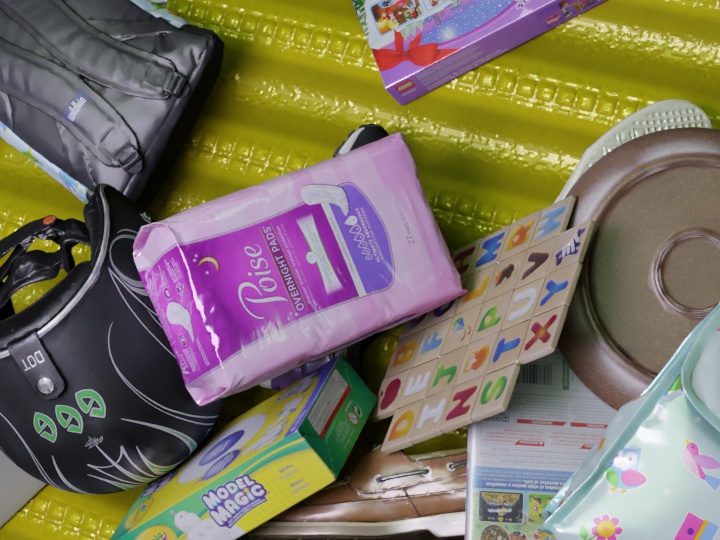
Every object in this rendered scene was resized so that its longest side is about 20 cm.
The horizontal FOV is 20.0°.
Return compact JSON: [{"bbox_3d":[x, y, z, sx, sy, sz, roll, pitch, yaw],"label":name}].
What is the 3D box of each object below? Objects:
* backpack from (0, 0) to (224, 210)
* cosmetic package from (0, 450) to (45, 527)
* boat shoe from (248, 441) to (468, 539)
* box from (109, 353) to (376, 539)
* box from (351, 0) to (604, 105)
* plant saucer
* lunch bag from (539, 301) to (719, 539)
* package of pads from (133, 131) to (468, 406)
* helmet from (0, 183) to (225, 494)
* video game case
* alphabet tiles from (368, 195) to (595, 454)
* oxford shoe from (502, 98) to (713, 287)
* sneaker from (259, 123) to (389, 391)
[{"bbox_3d":[-0.216,-0.148,1.531,0.199,0.154,0.164,29,92,5],"label":"backpack"},{"bbox_3d":[-0.349,0.089,1.472,0.123,0.199,0.200,-42,64,6],"label":"cosmetic package"},{"bbox_3d":[0.022,0.152,1.380,0.198,0.072,0.069,-4,74,9],"label":"boat shoe"},{"bbox_3d":[-0.089,0.142,1.383,0.199,0.117,0.048,-35,101,26],"label":"box"},{"bbox_3d":[0.087,-0.226,1.476,0.199,0.039,0.138,-26,66,13],"label":"box"},{"bbox_3d":[0.217,0.004,1.326,0.198,0.032,0.202,-1,83,4],"label":"plant saucer"},{"bbox_3d":[0.233,0.130,1.251,0.170,0.122,0.200,41,93,5],"label":"lunch bag"},{"bbox_3d":[-0.038,-0.003,1.342,0.199,0.076,0.121,-21,85,-27],"label":"package of pads"},{"bbox_3d":[-0.180,0.058,1.411,0.199,0.191,0.201,-22,40,20],"label":"helmet"},{"bbox_3d":[0.139,0.149,1.326,0.142,0.018,0.202,4,75,-5],"label":"video game case"},{"bbox_3d":[0.077,0.036,1.341,0.200,0.006,0.167,-27,35,52],"label":"alphabet tiles"},{"bbox_3d":[0.161,-0.036,1.382,0.075,0.058,0.200,40,86,-4],"label":"oxford shoe"},{"bbox_3d":[0.000,0.000,1.440,0.087,0.076,0.202,19,86,11],"label":"sneaker"}]
